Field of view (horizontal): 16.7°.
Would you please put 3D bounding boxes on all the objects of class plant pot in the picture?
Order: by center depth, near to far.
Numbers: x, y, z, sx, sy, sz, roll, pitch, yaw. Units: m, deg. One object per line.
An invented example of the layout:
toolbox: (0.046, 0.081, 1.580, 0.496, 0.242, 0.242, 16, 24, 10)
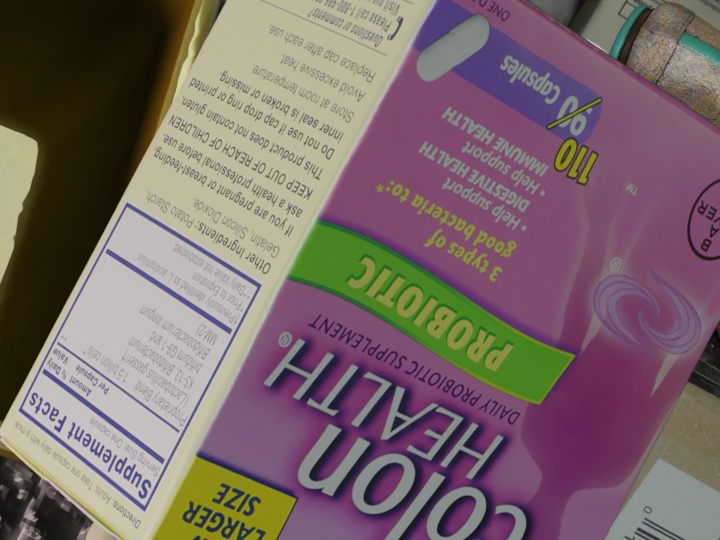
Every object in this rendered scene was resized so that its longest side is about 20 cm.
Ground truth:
plant pot: (-0.174, -0.035, 0.902, 0.193, 0.200, 0.197, 17, 76, -7)

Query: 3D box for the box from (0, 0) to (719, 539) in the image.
box: (0.015, 0.011, 0.793, 0.176, 0.097, 0.201, 28, 91, -40)

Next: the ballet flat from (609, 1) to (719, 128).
ballet flat: (0.132, -0.030, 0.956, 0.067, 0.200, 0.068, 21, 71, 17)

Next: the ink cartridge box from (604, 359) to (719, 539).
ink cartridge box: (0.099, 0.136, 0.904, 0.164, 0.075, 0.200, 28, 100, -32)

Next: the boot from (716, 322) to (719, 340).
boot: (0.235, -0.040, 1.049, 0.199, 0.066, 0.176, -23, 84, -12)

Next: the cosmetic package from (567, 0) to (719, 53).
cosmetic package: (0.169, -0.139, 1.042, 0.103, 0.087, 0.201, 34, 75, -3)

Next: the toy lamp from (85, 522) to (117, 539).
toy lamp: (-0.087, 0.061, 0.976, 0.058, 0.058, 0.201, 18, 78, -7)
